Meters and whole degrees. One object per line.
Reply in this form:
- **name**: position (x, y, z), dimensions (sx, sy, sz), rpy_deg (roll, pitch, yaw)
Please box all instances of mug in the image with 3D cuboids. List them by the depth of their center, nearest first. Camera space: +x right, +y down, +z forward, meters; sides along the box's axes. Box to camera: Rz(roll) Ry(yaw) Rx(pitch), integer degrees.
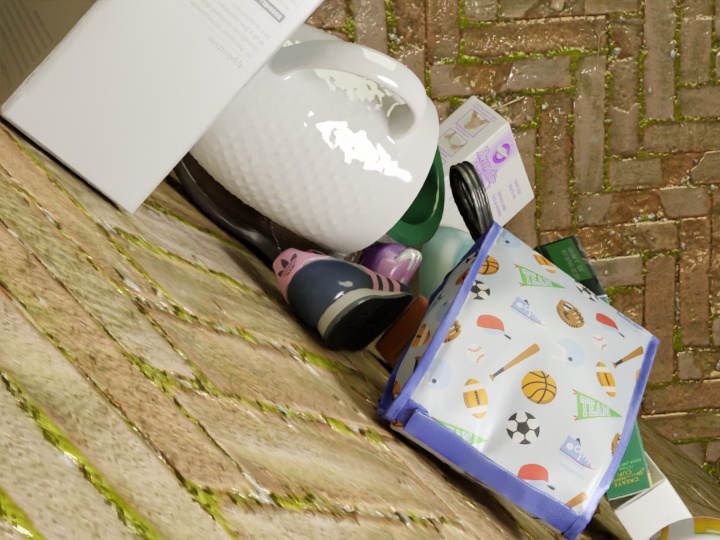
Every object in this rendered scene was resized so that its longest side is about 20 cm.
- **mug**: position (-0.037, -0.120, 1.178), dimensions (0.175, 0.148, 0.200), rpy_deg (30, -28, -31)

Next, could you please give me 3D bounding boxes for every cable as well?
- **cable**: position (0.115, 0.001, 1.459), dimensions (0.097, 0.050, 0.200), rpy_deg (-131, -161, -61)

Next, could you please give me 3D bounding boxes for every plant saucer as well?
- **plant saucer**: position (0.121, 0.048, 1.585), dimensions (0.200, 0.027, 0.201), rpy_deg (39, 41, -46)

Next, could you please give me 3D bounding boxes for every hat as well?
- **hat**: position (-0.042, -0.098, 1.480), dimensions (0.200, 0.176, 0.166), rpy_deg (60, 34, -23)

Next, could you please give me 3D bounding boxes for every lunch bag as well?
- **lunch bag**: position (0.112, 0.091, 1.162), dimensions (0.170, 0.124, 0.200), rpy_deg (33, 36, -4)

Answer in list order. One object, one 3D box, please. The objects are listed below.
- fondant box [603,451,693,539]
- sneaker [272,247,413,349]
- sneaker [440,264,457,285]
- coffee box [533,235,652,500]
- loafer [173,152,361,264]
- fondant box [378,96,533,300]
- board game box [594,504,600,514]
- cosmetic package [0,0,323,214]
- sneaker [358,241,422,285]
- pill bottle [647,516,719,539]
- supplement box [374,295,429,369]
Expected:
- **fondant box**: position (0.277, 0.236, 1.457), dimensions (0.144, 0.058, 0.200), rpy_deg (56, 4, -8)
- **sneaker**: position (-0.013, 0.015, 1.276), dimensions (0.082, 0.070, 0.200), rpy_deg (45, 4, 12)
- **sneaker**: position (0.119, 0.092, 1.399), dimensions (0.200, 0.104, 0.060), rpy_deg (45, 7, 39)
- **coffee box**: position (0.201, 0.083, 1.352), dimensions (0.123, 0.044, 0.200), rpy_deg (-101, 174, -64)
- **loafer**: position (-0.079, -0.054, 1.353), dimensions (0.200, 0.071, 0.073), rpy_deg (40, 5, -14)
- **fondant box**: position (0.081, -0.065, 1.647), dimensions (0.058, 0.200, 0.144), rpy_deg (41, -11, 33)
- **board game box**: position (0.183, 0.136, 1.395), dimensions (0.200, 0.030, 0.096), rpy_deg (74, 1, -55)
- **cosmetic package**: position (-0.156, -0.176, 1.095), dimensions (0.123, 0.200, 0.199), rpy_deg (41, 5, -29)
- **sneaker**: position (0.000, 0.000, 1.456), dimensions (0.088, 0.081, 0.200), rpy_deg (35, -4, -2)
- **pill bottle**: position (0.247, 0.235, 1.124), dimensions (0.111, 0.111, 0.200), rpy_deg (42, 6, 11)
- **supplement box**: position (0.099, 0.111, 1.322), dimensions (0.067, 0.069, 0.200), rpy_deg (33, 13, -51)
